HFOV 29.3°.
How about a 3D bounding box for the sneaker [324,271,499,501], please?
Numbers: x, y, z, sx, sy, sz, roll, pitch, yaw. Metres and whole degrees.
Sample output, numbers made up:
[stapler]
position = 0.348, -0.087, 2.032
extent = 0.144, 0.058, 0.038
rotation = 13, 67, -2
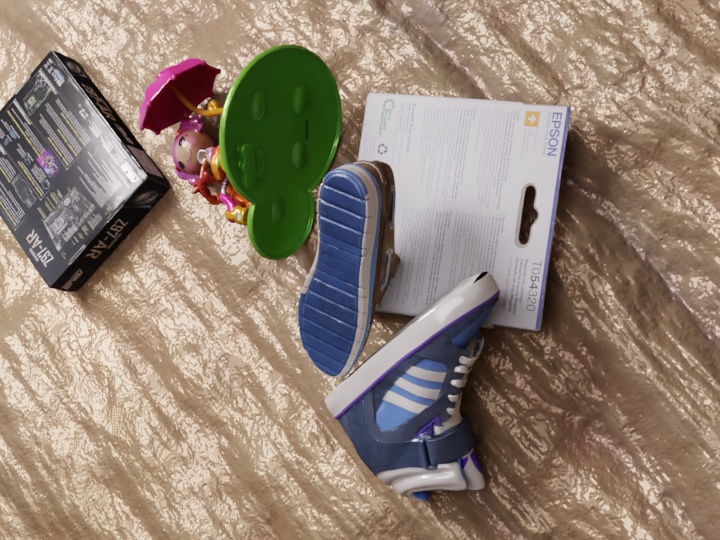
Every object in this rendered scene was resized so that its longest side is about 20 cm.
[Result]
[sneaker]
position = 0.078, 0.111, 1.170
extent = 0.200, 0.081, 0.147
rotation = -41, 89, 24

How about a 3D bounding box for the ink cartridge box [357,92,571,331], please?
[ink cartridge box]
position = 0.085, -0.053, 1.222
extent = 0.199, 0.043, 0.198
rotation = 8, 87, 26

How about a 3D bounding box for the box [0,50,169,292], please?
[box]
position = -0.310, -0.104, 1.432
extent = 0.160, 0.043, 0.200
rotation = -46, 65, 13

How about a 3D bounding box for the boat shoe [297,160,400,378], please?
[boat shoe]
position = 0.000, 0.000, 1.191
extent = 0.072, 0.072, 0.201
rotation = 29, 123, 29

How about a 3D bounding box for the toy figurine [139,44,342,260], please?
[toy figurine]
position = -0.133, -0.126, 1.321
extent = 0.183, 0.150, 0.201
rotation = 17, 115, 41
